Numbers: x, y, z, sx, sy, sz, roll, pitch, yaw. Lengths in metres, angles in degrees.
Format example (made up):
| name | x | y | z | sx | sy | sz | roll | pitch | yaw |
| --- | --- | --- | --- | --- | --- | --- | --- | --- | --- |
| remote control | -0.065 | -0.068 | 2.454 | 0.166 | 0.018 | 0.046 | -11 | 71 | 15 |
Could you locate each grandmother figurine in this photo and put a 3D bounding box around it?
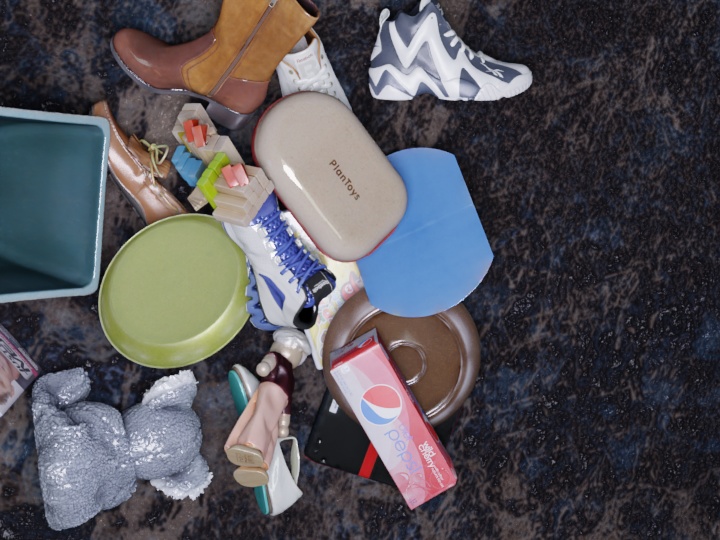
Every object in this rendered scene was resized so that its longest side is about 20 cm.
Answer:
| name | x | y | z | sx | sy | sz | roll | pitch | yaw |
| --- | --- | --- | --- | --- | --- | --- | --- | --- | --- |
| grandmother figurine | -0.105 | 0.145 | 1.163 | 0.059 | 0.202 | 0.123 | 11 | 136 | 8 |

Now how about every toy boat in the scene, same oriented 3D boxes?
| name | x | y | z | sx | sy | sz | roll | pitch | yaw |
| --- | --- | --- | --- | --- | --- | --- | --- | --- | --- |
| toy boat | -0.045 | -0.110 | 1.148 | 0.130 | 0.130 | 0.201 | -42 | 106 | -16 |

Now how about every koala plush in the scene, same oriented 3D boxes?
| name | x | y | z | sx | sy | sz | roll | pitch | yaw |
| --- | --- | --- | --- | --- | --- | --- | --- | --- | --- |
| koala plush | -0.277 | 0.209 | 1.166 | 0.196 | 0.184 | 0.181 | -8 | 100 | -17 |

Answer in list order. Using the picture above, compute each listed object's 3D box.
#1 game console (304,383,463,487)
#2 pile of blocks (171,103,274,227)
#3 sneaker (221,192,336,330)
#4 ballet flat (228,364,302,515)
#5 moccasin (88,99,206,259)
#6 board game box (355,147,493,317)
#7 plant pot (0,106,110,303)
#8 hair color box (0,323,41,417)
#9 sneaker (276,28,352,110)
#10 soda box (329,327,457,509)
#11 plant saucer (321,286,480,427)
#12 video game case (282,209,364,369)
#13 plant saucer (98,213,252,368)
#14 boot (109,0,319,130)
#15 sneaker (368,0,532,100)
| name | x | y | z | sx | sy | sz | roll | pitch | yaw |
| --- | --- | --- | --- | --- | --- | --- | --- | --- | --- |
| game console | 0.039 | 0.172 | 1.246 | 0.174 | 0.031 | 0.203 | 19 | 101 | -7 |
| pile of blocks | -0.175 | -0.124 | 1.093 | 0.082 | 0.200 | 0.062 | -39 | 138 | -7 |
| sneaker | -0.084 | -0.014 | 1.143 | 0.080 | 0.114 | 0.202 | -37 | 126 | -40 |
| ballet flat | -0.114 | 0.204 | 1.232 | 0.068 | 0.069 | 0.204 | -12 | 103 | -4 |
| moccasin | -0.248 | -0.111 | 1.159 | 0.077 | 0.074 | 0.203 | -32 | 101 | -3 |
| board game box | 0.068 | -0.042 | 1.181 | 0.156 | 0.039 | 0.203 | -24 | 73 | 13 |
| plant pot | -0.417 | -0.083 | 1.080 | 0.197 | 0.195 | 0.200 | 12 | 99 | 31 |
| hair color box | -0.431 | 0.119 | 1.110 | 0.060 | 0.200 | 0.100 | -41 | 101 | 1 |
| sneaker | -0.063 | -0.221 | 1.159 | 0.072 | 0.085 | 0.202 | -29 | 102 | -3 |
| soda box | 0.038 | 0.175 | 1.168 | 0.069 | 0.063 | 0.202 | -29 | 103 | 4 |
| plant saucer | 0.051 | 0.110 | 1.201 | 0.196 | 0.032 | 0.204 | -1 | 103 | -3 |
| video game case | 0.000 | 0.000 | 1.228 | 0.179 | 0.023 | 0.203 | -19 | 100 | -3 |
| plant saucer | -0.215 | 0.021 | 1.169 | 0.197 | 0.031 | 0.203 | -15 | 123 | -24 |
| boot | -0.166 | -0.264 | 1.090 | 0.187 | 0.069 | 0.200 | 33 | 137 | -9 |
| sneaker | 0.107 | -0.271 | 1.170 | 0.195 | 0.080 | 0.132 | 1 | 107 | 4 |
